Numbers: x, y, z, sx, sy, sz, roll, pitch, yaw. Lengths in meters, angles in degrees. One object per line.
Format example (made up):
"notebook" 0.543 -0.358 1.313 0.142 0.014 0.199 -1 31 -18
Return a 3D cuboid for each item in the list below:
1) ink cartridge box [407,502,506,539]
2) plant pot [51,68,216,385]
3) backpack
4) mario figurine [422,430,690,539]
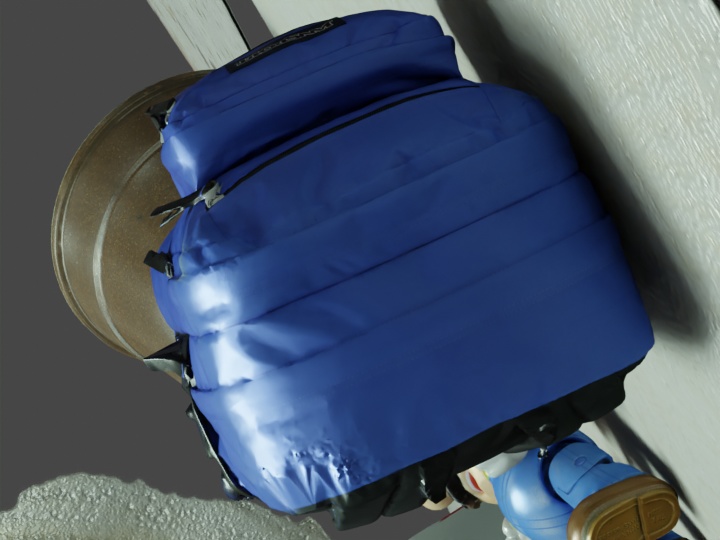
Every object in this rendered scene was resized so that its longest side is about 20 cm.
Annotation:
"ink cartridge box" 0.103 0.229 1.557 0.200 0.145 0.083 60 174 -27
"plant pot" -0.061 0.002 1.662 0.198 0.200 0.201 39 162 55
"backpack" 0.000 0.000 0.942 0.168 0.162 0.200 62 177 -7
"mario figurine" 0.070 0.104 1.245 0.200 0.106 0.124 -142 54 -58
